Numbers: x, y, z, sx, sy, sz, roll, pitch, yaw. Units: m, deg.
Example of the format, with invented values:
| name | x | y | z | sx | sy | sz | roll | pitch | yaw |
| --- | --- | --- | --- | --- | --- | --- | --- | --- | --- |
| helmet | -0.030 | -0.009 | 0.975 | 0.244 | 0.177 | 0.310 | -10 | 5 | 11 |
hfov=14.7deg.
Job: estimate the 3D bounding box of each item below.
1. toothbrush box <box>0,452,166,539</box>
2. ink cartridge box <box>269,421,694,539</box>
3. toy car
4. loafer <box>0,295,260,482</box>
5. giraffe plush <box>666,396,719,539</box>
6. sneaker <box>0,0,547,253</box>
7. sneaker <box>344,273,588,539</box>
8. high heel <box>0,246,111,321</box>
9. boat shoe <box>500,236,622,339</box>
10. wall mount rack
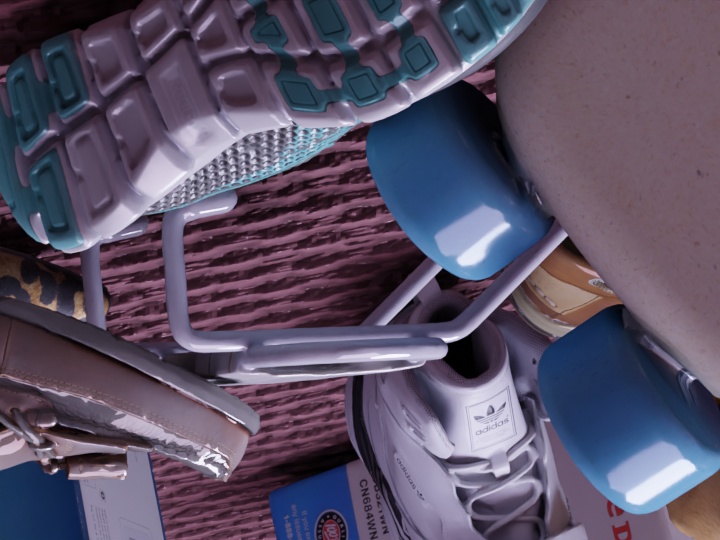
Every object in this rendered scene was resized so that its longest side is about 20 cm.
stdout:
| name | x | y | z | sx | sy | sz | roll | pitch | yaw |
| --- | --- | --- | --- | --- | --- | --- | --- | --- | --- |
| toothbrush box | -0.183 | 0.117 | 1.112 | 0.199 | 0.147 | 0.085 | -19 | 160 | 14 |
| ink cartridge box | 0.072 | 0.148 | 1.340 | 0.199 | 0.147 | 0.084 | -22 | 158 | 22 |
| toy car | 0.130 | -0.050 | 0.901 | 0.184 | 0.177 | 0.200 | -36 | -177 | 19 |
| loafer | -0.132 | 0.037 | 0.929 | 0.199 | 0.063 | 0.072 | 24 | 168 | -16 |
| giraffe plush | 0.190 | 0.033 | 1.164 | 0.200 | 0.172 | 0.162 | -47 | 172 | -5 |
| sneaker | -0.019 | -0.069 | 0.839 | 0.199 | 0.078 | 0.091 | -20 | 177 | 33 |
| sneaker | 0.054 | 0.096 | 1.138 | 0.075 | 0.201 | 0.115 | -20 | 157 | -16 |
| high heel | -0.172 | 0.064 | 0.973 | 0.199 | 0.143 | 0.071 | -3 | 159 | -26 |
| boat shoe | 0.153 | -0.019 | 1.039 | 0.199 | 0.076 | 0.074 | -15 | 168 | -8 |
| wall mount rack | 0.000 | 0.000 | 0.977 | 0.173 | 0.075 | 0.200 | -3 | 178 | -19 |
